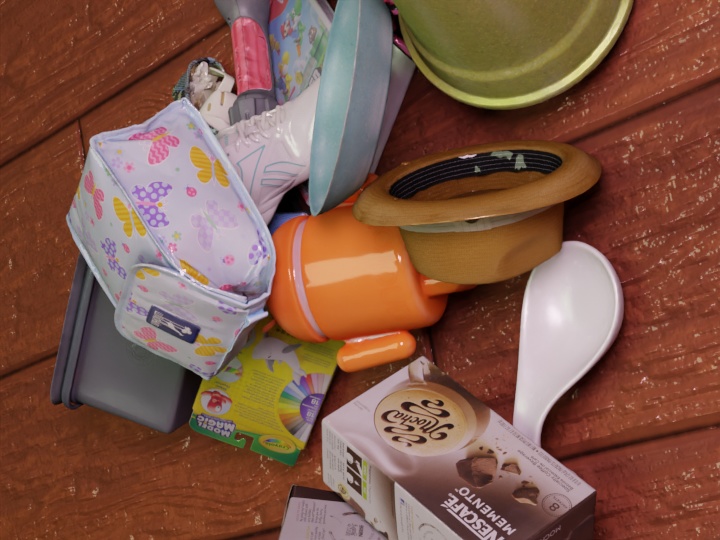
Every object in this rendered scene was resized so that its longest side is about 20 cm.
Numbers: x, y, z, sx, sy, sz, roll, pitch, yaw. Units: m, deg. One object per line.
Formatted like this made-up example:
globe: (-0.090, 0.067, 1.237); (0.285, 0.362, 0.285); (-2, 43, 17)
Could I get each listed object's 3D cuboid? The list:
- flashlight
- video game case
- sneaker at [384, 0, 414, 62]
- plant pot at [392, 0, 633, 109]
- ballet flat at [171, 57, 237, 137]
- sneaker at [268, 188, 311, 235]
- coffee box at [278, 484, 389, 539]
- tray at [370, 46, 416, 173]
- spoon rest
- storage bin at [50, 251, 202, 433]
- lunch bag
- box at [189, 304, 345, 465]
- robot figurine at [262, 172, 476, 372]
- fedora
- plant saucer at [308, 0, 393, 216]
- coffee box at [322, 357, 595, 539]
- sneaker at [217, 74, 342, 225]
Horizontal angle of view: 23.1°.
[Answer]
flashlight: (-0.106, -0.210, 1.649); (0.068, 0.067, 0.201); (-38, 54, 56)
video game case: (-0.052, -0.176, 1.638); (0.143, 0.017, 0.200); (-64, 38, 31)
sneaker: (0.040, -0.221, 1.494); (0.200, 0.095, 0.079); (43, 117, 39)
plant pot: (0.088, -0.244, 1.318); (0.199, 0.184, 0.202); (-6, 76, 22)
ballet flat: (-0.143, -0.154, 1.700); (0.200, 0.074, 0.075); (-118, 43, -57)
sneaker: (-0.104, -0.063, 1.701); (0.200, 0.078, 0.090); (29, 106, 36)
coffee box: (0.030, 0.257, 1.447); (0.080, 0.199, 0.114); (-75, -7, -55)
tray: (-0.011, -0.149, 1.618); (0.107, 0.022, 0.201); (44, 124, 37)
spoon rest: (0.160, 0.076, 1.404); (0.099, 0.060, 0.201); (21, 109, 46)
storage bin: (-0.211, 0.062, 1.793); (0.134, 0.145, 0.201); (23, 112, 17)
lunch bag: (-0.161, -0.016, 1.520); (0.200, 0.127, 0.170); (57, 153, 10)
box: (-0.080, 0.082, 1.646); (0.048, 0.117, 0.201); (-76, 7, -66)
robot figurine: (0.000, -0.002, 1.515); (0.199, 0.117, 0.144); (-10, 127, 21)
fedora: (0.095, -0.042, 1.392); (0.200, 0.200, 0.082); (11, 120, 48)
plant saucer: (-0.006, -0.140, 1.416); (0.200, 0.036, 0.201); (-172, 90, -81)
coffee box: (0.075, 0.172, 1.386); (0.200, 0.113, 0.080); (38, 144, 36)
sneaker: (-0.084, -0.106, 1.566); (0.200, 0.080, 0.071); (-48, 22, 32)
